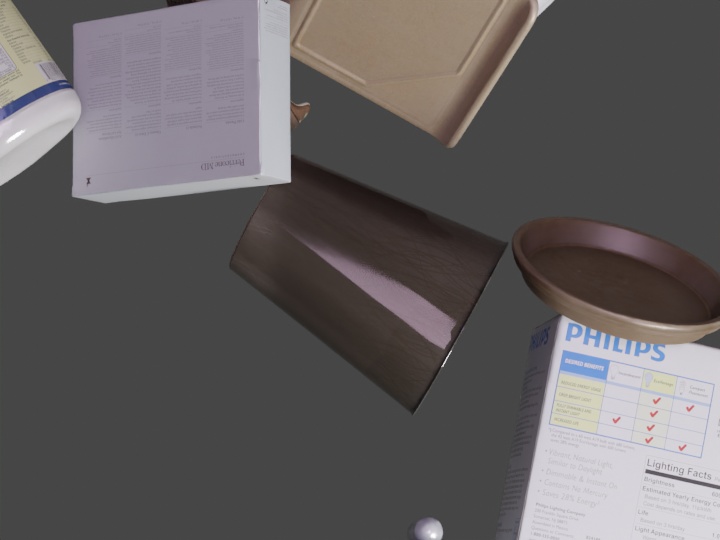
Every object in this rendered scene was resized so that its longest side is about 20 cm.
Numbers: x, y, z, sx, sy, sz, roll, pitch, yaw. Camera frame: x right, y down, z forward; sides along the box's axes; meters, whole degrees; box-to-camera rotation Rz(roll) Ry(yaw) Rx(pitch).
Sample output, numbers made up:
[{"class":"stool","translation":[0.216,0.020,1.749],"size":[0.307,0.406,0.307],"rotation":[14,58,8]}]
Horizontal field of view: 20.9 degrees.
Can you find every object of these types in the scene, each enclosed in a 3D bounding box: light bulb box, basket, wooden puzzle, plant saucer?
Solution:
[{"class":"light bulb box","translation":[0.232,0.159,1.672],"size":[0.196,0.125,0.202],"rotation":[13,81,-5]},{"class":"basket","translation":[0.000,0.000,1.657],"size":[0.199,0.136,0.181],"rotation":[29,56,2]},{"class":"wooden puzzle","translation":[0.035,-0.219,1.679],"size":[0.199,0.185,0.037],"rotation":[32,44,-1]},{"class":"plant saucer","translation":[0.222,0.010,1.670],"size":[0.198,0.200,0.030],"rotation":[12,115,-6]}]

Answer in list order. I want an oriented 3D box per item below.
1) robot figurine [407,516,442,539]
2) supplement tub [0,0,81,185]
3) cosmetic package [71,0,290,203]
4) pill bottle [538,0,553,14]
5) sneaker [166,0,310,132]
[{"class":"robot figurine","translation":[0.046,0.287,1.594],"size":[0.112,0.200,0.171],"rotation":[3,82,-7]},{"class":"supplement tub","translation":[-0.342,-0.173,1.624],"size":[0.145,0.145,0.201],"rotation":[-36,89,-10]},{"class":"cosmetic package","translation":[-0.152,-0.141,1.639],"size":[0.199,0.052,0.152],"rotation":[-4,81,32]},{"class":"pill bottle","translation":[0.086,-0.297,1.712],"size":[0.112,0.112,0.200],"rotation":[-41,89,-10]},{"class":"sneaker","translation":[-0.110,-0.207,1.708],"size":[0.075,0.070,0.202],"rotation":[-22,92,-26]}]
